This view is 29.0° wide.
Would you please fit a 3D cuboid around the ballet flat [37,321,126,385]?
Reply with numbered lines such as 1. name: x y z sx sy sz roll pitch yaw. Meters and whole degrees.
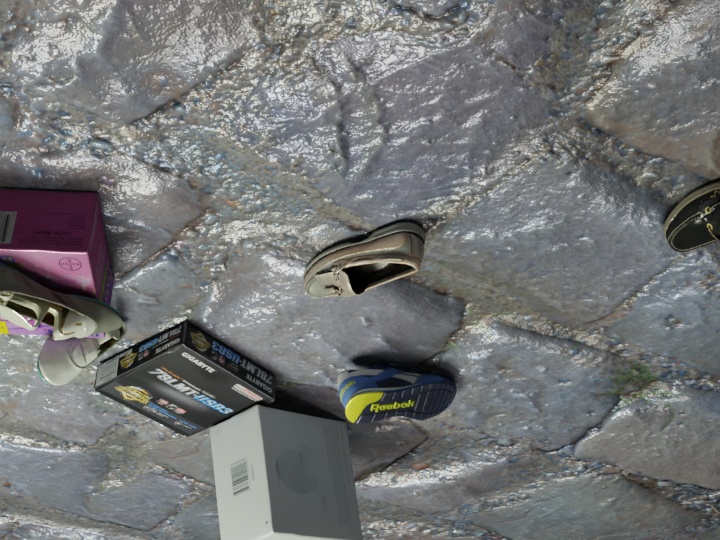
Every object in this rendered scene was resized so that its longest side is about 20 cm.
1. ballet flat: -0.378 0.101 1.920 0.069 0.200 0.070 3 103 13

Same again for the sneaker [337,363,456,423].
1. sneaker: 0.054 0.175 2.078 0.198 0.082 0.075 3 121 -32

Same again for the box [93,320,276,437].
1. box: -0.263 0.169 2.099 0.197 0.050 0.199 -23 138 33

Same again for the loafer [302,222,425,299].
1. loafer: 0.000 0.000 1.830 0.199 0.063 0.072 -25 137 33

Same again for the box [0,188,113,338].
1. box: -0.423 -0.007 1.814 0.174 0.098 0.201 3 146 -1

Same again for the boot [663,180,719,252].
1. boot: 0.455 -0.035 1.678 0.073 0.152 0.199 31 136 -35

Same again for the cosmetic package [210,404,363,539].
1. cosmetic package: -0.115 0.333 2.153 0.122 0.202 0.199 -28 149 37

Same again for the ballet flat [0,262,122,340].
1. ballet flat: -0.394 0.055 1.762 0.199 0.064 0.067 26 138 -30
